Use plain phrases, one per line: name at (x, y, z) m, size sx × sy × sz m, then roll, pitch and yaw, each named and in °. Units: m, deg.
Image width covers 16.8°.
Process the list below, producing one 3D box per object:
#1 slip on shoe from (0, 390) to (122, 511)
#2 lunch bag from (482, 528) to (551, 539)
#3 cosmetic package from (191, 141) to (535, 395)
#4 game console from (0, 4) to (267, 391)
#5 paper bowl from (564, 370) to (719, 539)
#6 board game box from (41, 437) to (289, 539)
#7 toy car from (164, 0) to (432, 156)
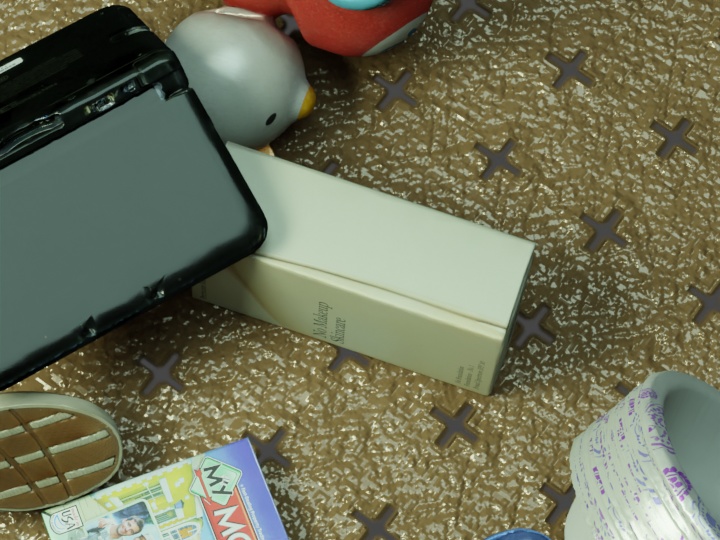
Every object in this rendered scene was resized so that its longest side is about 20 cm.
slip on shoe at (-0.244, 0.110, 1.466) m, size 0.200 × 0.061 × 0.076 m, roll -13°, pitch 112°, yaw -4°
lunch bag at (0.090, 0.244, 1.387) m, size 0.136 × 0.132 × 0.200 m, roll -33°, pitch 73°, yaw -15°
cosmetic package at (0.000, 0.000, 1.503) m, size 0.200 × 0.104 × 0.073 m, roll 17°, pitch 68°, yaw 6°
game console at (-0.185, -0.048, 1.467) m, size 0.200 × 0.116 × 0.176 m, roll -29°, pitch 31°, yaw -9°
paper bowl at (0.194, 0.163, 1.374) m, size 0.104 × 0.201 × 0.201 m, roll -41°, pitch 71°, yaw 21°
board game box at (-0.094, 0.213, 1.448) m, size 0.135 × 0.029 × 0.200 m, roll -20°, pitch 69°, yaw -9°
toy car at (-0.056, -0.139, 1.551) m, size 0.177 × 0.184 × 0.200 m, roll 18°, pitch 96°, yaw 4°
